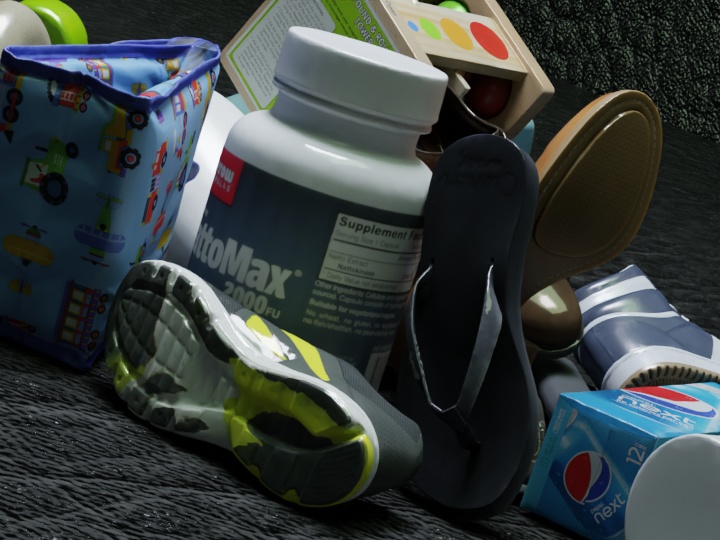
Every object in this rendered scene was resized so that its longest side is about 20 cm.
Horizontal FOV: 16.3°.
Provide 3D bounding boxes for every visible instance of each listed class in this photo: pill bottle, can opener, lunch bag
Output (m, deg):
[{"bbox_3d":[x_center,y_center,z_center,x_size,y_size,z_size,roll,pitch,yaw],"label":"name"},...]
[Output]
[{"bbox_3d":[0.226,0.129,1.221,0.199,0.113,0.113,10,13,-40],"label":"pill bottle"},{"bbox_3d":[-0.026,-0.022,1.345,0.119,0.201,0.120,17,10,-3],"label":"pill bottle"},{"bbox_3d":[0.120,0.077,1.491,0.066,0.053,0.200,18,10,-4],"label":"can opener"},{"bbox_3d":[-0.131,-0.048,1.393,0.094,0.151,0.200,20,16,16],"label":"lunch bag"}]

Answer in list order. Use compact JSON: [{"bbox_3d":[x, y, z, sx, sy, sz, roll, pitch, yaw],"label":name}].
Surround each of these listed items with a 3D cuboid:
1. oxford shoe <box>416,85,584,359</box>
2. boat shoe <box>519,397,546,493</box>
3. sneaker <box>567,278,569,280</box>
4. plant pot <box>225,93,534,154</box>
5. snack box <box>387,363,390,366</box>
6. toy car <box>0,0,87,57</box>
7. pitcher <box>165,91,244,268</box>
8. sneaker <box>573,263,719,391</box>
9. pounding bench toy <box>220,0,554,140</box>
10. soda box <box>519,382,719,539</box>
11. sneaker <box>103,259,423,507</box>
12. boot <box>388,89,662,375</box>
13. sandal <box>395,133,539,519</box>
[{"bbox_3d":[0.066,-0.036,1.464,0.072,0.085,0.200,-27,71,-35],"label":"oxford shoe"},{"bbox_3d":[0.067,0.071,1.418,0.066,0.057,0.200,16,10,-11],"label":"boat shoe"},{"bbox_3d":[0.099,0.005,1.589,0.076,0.091,0.200,16,18,8],"label":"sneaker"},{"bbox_3d":[-0.007,-0.063,1.796,0.199,0.142,0.141,2,17,-31],"label":"plant pot"},{"bbox_3d":[0.000,0.000,1.519,0.037,0.117,0.200,-14,-7,29],"label":"snack box"},{"bbox_3d":[-0.281,-0.087,1.459,0.199,0.159,0.164,8,18,14],"label":"toy car"},{"bbox_3d":[-0.087,-0.032,1.590,0.171,0.121,0.200,31,9,-43],"label":"pitcher"},{"bbox_3d":[0.204,0.062,1.544,0.199,0.070,0.109,21,23,-41],"label":"sneaker"},{"bbox_3d":[0.006,-0.155,1.650,0.156,0.124,0.201,3,48,-50],"label":"pounding bench toy"},{"bbox_3d":[0.169,0.105,1.378,0.064,0.068,0.200,24,12,29],"label":"soda box"},{"bbox_3d":[-0.051,0.062,1.261,0.200,0.075,0.084,37,14,36],"label":"sneaker"},{"bbox_3d":[0.068,-0.031,1.388,0.074,0.200,0.155,34,1,-35],"label":"boot"},{"bbox_3d":[0.050,0.027,1.282,0.076,0.201,0.043,-7,-18,27],"label":"sandal"}]
